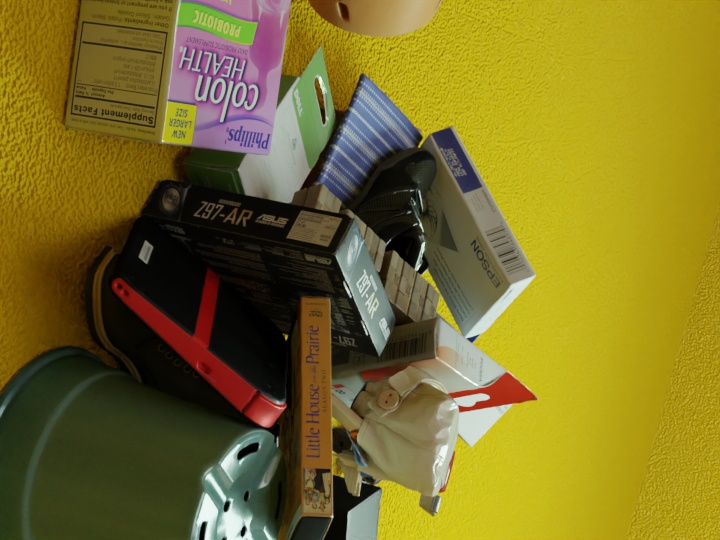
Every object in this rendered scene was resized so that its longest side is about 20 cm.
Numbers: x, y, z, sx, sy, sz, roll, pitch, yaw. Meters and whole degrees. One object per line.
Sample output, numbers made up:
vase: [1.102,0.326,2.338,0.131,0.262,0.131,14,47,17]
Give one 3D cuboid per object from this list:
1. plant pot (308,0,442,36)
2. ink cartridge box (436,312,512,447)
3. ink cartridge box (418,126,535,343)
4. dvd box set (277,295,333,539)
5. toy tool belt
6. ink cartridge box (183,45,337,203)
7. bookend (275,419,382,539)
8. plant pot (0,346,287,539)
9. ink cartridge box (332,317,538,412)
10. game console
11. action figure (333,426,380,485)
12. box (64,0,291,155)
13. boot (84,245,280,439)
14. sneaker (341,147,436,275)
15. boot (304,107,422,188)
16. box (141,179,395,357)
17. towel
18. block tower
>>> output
plant pot: [0.018,-0.326,1.373,0.200,0.200,0.140,-55,164,-41]
ink cartridge box: [0.073,0.094,1.611,0.088,0.200,0.145,-47,151,-4]
ink cartridge box: [0.101,-0.030,1.583,0.041,0.200,0.200,-20,161,-25]
dvd box set: [-0.050,0.144,1.212,0.146,0.029,0.201,110,-19,-59]
toy tool belt: [0.027,0.156,1.311,0.200,0.123,0.125,79,27,-71]
ink cartridge box: [-0.092,-0.122,1.349,0.104,0.059,0.200,77,30,-41]
bookend: [-0.064,0.204,1.383,0.092,0.198,0.201,-21,118,-61]
plant pot: [-0.178,0.180,1.137,0.200,0.196,0.201,-36,132,-54]
ink cartridge box: [0.061,0.121,1.402,0.200,0.162,0.050,40,47,-42]
game console: [-0.132,0.040,1.161,0.031,0.177,0.200,-47,-167,10]
action figure: [0.009,0.201,1.694,0.200,0.069,0.131,34,64,-66]
box: [-0.144,-0.205,1.166,0.176,0.096,0.201,-1,102,-65]
boot: [-0.149,0.066,1.218,0.078,0.138,0.200,-61,148,-33]
sneaker: [0.044,-0.051,1.442,0.199,0.114,0.076,-45,138,-38]
boot: [-0.006,-0.103,1.546,0.201,0.071,0.144,-5,110,-60]
box: [-0.080,-0.001,1.262,0.044,0.200,0.160,-63,150,-28]
towel: [-0.007,-0.087,1.474,0.145,0.024,0.200,39,71,-55]
block tower: [0.000,0.000,1.327,0.200,0.054,0.058,44,47,-36]
